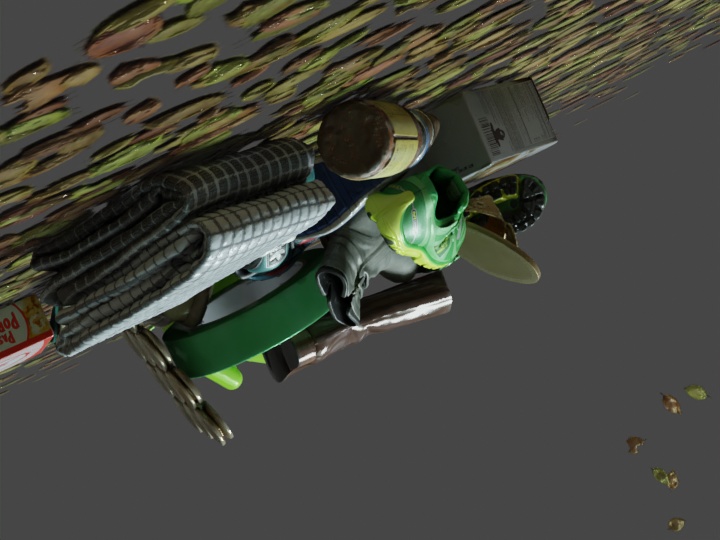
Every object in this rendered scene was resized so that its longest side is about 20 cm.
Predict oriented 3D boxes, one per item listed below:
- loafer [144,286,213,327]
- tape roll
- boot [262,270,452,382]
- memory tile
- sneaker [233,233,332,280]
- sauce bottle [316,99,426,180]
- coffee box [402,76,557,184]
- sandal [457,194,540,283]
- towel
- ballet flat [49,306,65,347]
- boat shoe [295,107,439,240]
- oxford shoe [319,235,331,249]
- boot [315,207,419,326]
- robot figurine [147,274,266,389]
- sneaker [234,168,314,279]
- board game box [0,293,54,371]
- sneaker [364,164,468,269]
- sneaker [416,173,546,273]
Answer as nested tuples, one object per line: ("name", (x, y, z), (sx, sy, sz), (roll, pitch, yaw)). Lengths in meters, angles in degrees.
("loafer", (-0.215, 0.018, 1.700), (0.200, 0.067, 0.076), (-4, -117, 65))
("tape roll", (-0.113, 0.044, 1.697), (0.200, 0.048, 0.200), (-27, -169, 6))
("boot", (-0.006, 0.055, 1.749), (0.199, 0.065, 0.186), (-23, -173, -19))
("memory tile", (-0.210, 0.097, 1.681), (0.017, 0.200, 0.153), (-39, -168, -13))
("sneaker", (-0.061, -0.065, 1.666), (0.200, 0.079, 0.096), (-33, 169, -27))
("sauce bottle", (0.016, -0.107, 1.327), (0.066, 0.066, 0.200), (-26, 177, 13))
("coffee box", (0.111, -0.134, 1.648), (0.114, 0.080, 0.200), (-24, 179, 27))
("sandal", (0.109, -0.053, 1.653), (0.211, 0.078, 0.070), (18, -119, 36))
("towel", (-0.141, -0.026, 1.235), (0.199, 0.086, 0.165), (-29, 178, 36))
("ballet flat", (-0.260, 0.041, 1.511), (0.062, 0.068, 0.200), (11, 169, -11))
("boat shoe", (-0.003, -0.087, 1.505), (0.199, 0.073, 0.072), (-28, 176, 34))
("oxford shoe", (0.008, -0.077, 1.790), (0.071, 0.071, 0.200), (-33, -163, 35))
("boot", (0.000, 0.000, 1.618), (0.067, 0.131, 0.200), (8, 157, 21))
("robot figurine", (-0.150, 0.046, 1.890), (0.199, 0.176, 0.116), (6, 153, 11))
("sneaker", (-0.081, -0.046, 1.452), (0.071, 0.080, 0.200), (-25, 178, -25))
("board game box", (-0.398, 0.092, 1.529), (0.199, 0.047, 0.151), (-26, 178, -18))
("sneaker", (0.072, -0.051, 1.504), (0.083, 0.074, 0.200), (-33, 169, 14))
("sneaker", (0.113, -0.052, 1.749), (0.199, 0.079, 0.085), (-16, -176, 18))
